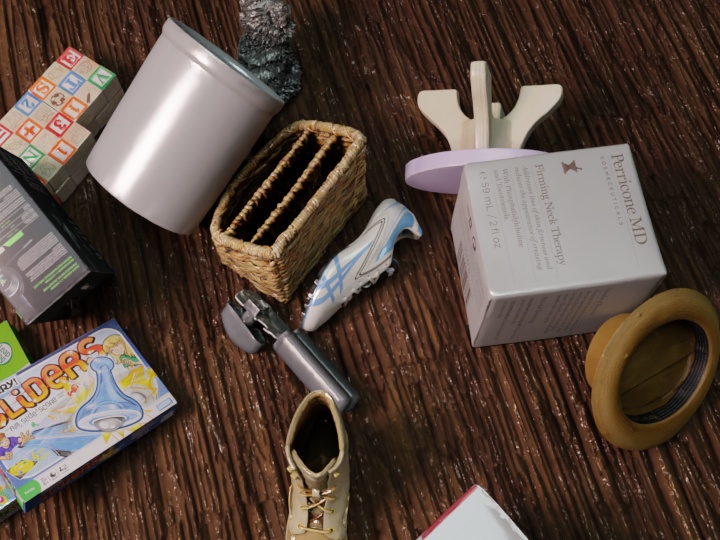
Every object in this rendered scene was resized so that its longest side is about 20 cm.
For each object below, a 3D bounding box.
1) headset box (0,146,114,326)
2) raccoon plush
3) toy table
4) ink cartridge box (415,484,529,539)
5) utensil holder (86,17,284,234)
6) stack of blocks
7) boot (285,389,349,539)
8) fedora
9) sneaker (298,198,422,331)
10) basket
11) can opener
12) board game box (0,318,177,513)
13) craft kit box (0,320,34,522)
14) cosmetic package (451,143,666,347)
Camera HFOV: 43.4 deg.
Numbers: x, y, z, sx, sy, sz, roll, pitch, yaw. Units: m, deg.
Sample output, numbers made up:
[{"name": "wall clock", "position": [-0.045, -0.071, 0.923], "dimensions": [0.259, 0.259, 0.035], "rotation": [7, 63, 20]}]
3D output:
[{"name": "headset box", "position": [-0.382, -0.035, 1.040], "dimensions": [0.092, 0.174, 0.201], "rotation": [-40, 94, -6]}, {"name": "raccoon plush", "position": [-0.128, -0.261, 1.182], "dimensions": [0.094, 0.135, 0.204], "rotation": [3, 67, 1]}, {"name": "toy table", "position": [0.155, -0.169, 1.126], "dimensions": [0.195, 0.184, 0.120], "rotation": [2, 79, 6]}, {"name": "ink cartridge box", "position": [0.101, 0.328, 0.895], "dimensions": [0.145, 0.201, 0.145], "rotation": [-40, 74, -14]}, {"name": "utensil holder", "position": [-0.215, -0.171, 1.095], "dimensions": [0.169, 0.170, 0.201], "rotation": [39, 99, 16]}, {"name": "stack of blocks", "position": [-0.399, -0.184, 1.196], "dimensions": [0.114, 0.059, 0.202], "rotation": [30, 71, 13]}, {"name": "boot", "position": [-0.046, 0.241, 0.956], "dimensions": [0.071, 0.156, 0.204], "rotation": [6, 67, 3]}, {"name": "fedora", "position": [0.320, 0.103, 1.030], "dimensions": [0.199, 0.203, 0.081], "rotation": [-38, 31, -15]}, {"name": "sneaker", "position": [0.000, 0.000, 1.107], "dimensions": [0.072, 0.072, 0.201], "rotation": [39, 76, 8]}, {"name": "basket", "position": [-0.095, -0.093, 1.104], "dimensions": [0.141, 0.150, 0.201], "rotation": [33, 72, 14]}, {"name": "can opener", "position": [-0.089, 0.103, 1.083], "dimensions": [0.200, 0.053, 0.067], "rotation": [47, 107, 17]}, {"name": "board game box", "position": [-0.327, 0.158, 1.025], "dimensions": [0.199, 0.035, 0.136], "rotation": [-33, 72, -34]}, {"name": "craft kit box", "position": [-0.446, 0.194, 1.046], "dimensions": [0.196, 0.049, 0.201], "rotation": [-33, 70, -15]}, {"name": "cosmetic package", "position": [0.220, -0.025, 1.060], "dimensions": [0.195, 0.167, 0.171], "rotation": [-8, 66, -3]}]
